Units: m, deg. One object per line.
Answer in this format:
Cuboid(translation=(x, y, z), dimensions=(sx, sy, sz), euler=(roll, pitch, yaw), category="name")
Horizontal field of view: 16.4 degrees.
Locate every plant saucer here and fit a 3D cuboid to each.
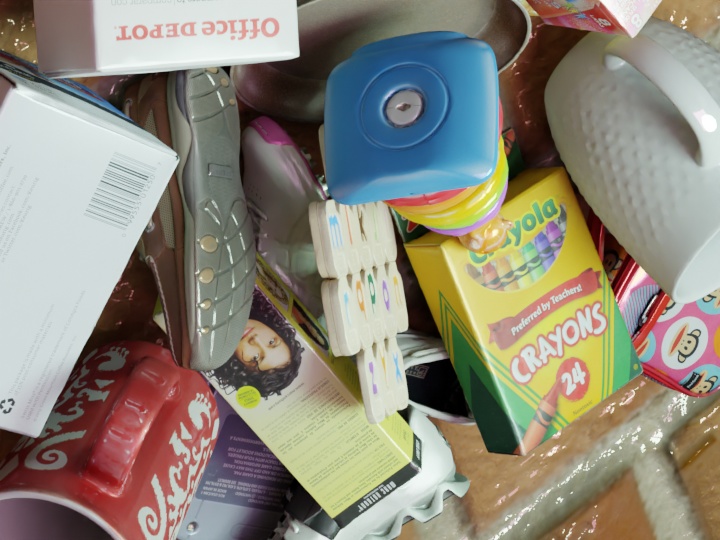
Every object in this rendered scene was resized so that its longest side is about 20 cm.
Cuboid(translation=(0.011, -0.152, 1.624), dimensions=(0.198, 0.032, 0.200), euler=(-8, 159, -3), category="plant saucer")

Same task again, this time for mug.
Cuboid(translation=(-0.151, 0.132, 1.581), dimensions=(0.177, 0.200, 0.134), euler=(-29, 107, 27), category="mug")
Cuboid(translation=(0.215, -0.098, 1.736), dimensions=(0.147, 0.176, 0.200), euler=(-39, 161, -6), category="mug")

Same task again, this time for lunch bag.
Cuboid(translation=(0.243, -0.019, 1.894), dimensions=(0.176, 0.082, 0.201), euler=(27, 94, -36), category="lunch bag")

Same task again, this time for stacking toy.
Cuboid(translation=(0.059, -0.063, 1.646), dimensions=(0.200, 0.115, 0.111), euler=(51, 35, -58), category="stacking toy")

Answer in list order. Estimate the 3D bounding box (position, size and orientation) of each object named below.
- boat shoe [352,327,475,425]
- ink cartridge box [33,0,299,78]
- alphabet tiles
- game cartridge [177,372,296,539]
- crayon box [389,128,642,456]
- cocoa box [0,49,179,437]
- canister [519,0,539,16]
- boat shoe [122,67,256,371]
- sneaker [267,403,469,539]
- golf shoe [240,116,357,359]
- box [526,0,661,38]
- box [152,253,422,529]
Cuboid(translation=(0.084, 0.082, 1.835), dimensions=(0.199, 0.066, 0.072), euler=(16, 102, -39), category="boat shoe")
Cuboid(translation=(-0.120, -0.220, 1.493), dimensions=(0.145, 0.084, 0.202), euler=(-7, 97, -33), category="ink cartridge box")
Cuboid(translation=(0.000, 0.000, 1.662), dimensions=(0.014, 0.200, 0.197), euler=(-9, 92, 13), category="alphabet tiles")
Cuboid(translation=(-0.064, 0.142, 1.782), dimensions=(0.199, 0.041, 0.134), euler=(14, 100, -39), category="game cartridge")
Cuboid(translation=(0.112, 0.014, 1.784), dimensions=(0.127, 0.051, 0.201), euler=(-32, 107, -29), category="crayon box")
Cuboid(translation=(-0.230, -0.025, 1.518), dimensions=(0.133, 0.131, 0.201), euler=(21, 99, -40), category="cocoa box")
Cuboid(translation=(0.084, -0.242, 1.663), dimensions=(0.199, 0.086, 0.150), euler=(0, 112, -33), category="canister")
Cuboid(translation=(-0.115, -0.034, 1.593), dimensions=(0.076, 0.071, 0.202), euler=(17, 67, -59), category="boat shoe")
Cuboid(translation=(-0.026, 0.165, 1.762), dimensions=(0.199, 0.074, 0.089), euler=(-34, 110, -15), category="sneaker")
Cuboid(translation=(-0.057, -0.007, 1.690), dimensions=(0.091, 0.075, 0.201), euler=(-27, 124, -17), category="golf shoe")
Cuboid(translation=(0.176, -0.257, 1.599), dimensions=(0.095, 0.102, 0.201), euler=(43, 76, -31), category="box")
Cuboid(translation=(-0.047, 0.074, 1.669), dimensions=(0.075, 0.050, 0.200), euler=(-37, 107, 15), category="box")
